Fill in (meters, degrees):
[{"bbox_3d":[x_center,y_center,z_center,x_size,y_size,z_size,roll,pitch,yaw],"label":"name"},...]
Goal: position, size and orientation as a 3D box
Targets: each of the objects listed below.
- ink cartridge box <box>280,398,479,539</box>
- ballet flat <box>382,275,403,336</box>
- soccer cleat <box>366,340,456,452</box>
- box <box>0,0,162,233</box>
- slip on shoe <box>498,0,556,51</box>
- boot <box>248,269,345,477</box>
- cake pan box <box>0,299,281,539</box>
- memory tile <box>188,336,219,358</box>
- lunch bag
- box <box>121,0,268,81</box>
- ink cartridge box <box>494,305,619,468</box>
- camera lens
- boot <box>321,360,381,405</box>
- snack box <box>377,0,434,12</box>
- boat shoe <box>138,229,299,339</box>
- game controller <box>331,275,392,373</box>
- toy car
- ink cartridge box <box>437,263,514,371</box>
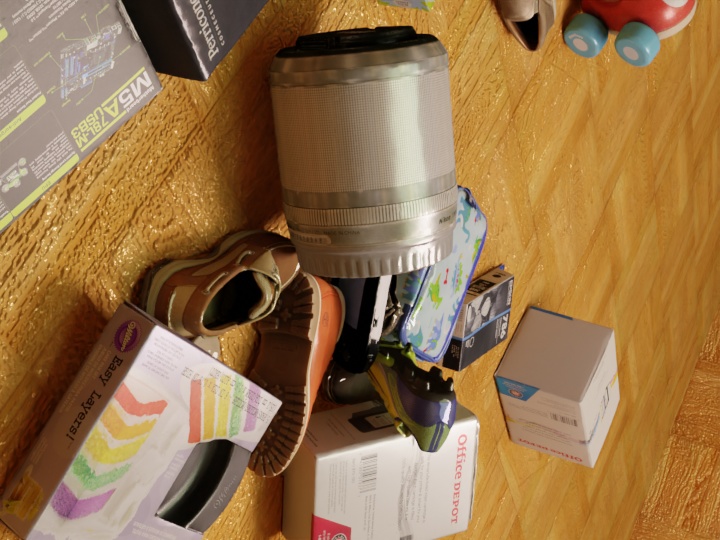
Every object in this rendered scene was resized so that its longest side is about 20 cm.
[{"bbox_3d":[0.021,0.222,1.230,0.198,0.083,0.147,-9,115,-27],"label":"ink cartridge box"},{"bbox_3d":[0.026,-0.030,1.222,0.067,0.046,0.203,6,87,-59],"label":"ballet flat"},{"bbox_3d":[0.039,0.124,1.179,0.064,0.200,0.085,4,102,-21],"label":"soccer cleat"},{"bbox_3d":[-0.229,-0.123,0.671,0.200,0.047,0.194,-47,146,-21],"label":"box"},{"bbox_3d":[0.196,-0.335,1.397,0.200,0.075,0.061,43,59,-68],"label":"slip on shoe"},{"bbox_3d":[-0.061,0.103,1.127,0.107,0.074,0.203,11,92,-68],"label":"boot"},{"bbox_3d":[-0.167,0.146,0.907,0.185,0.052,0.200,-57,145,-8],"label":"cake pan box"},{"bbox_3d":[-0.172,0.162,1.001,0.201,0.017,0.154,-54,147,-34],"label":"memory tile"},{"bbox_3d":[0.078,0.000,1.331,0.202,0.082,0.161,-68,155,-11],"label":"lunch bag"},{"bbox_3d":[-0.125,-0.271,0.760,0.201,0.116,0.198,-58,149,-28],"label":"box"},{"bbox_3d":[0.317,0.186,1.811,0.145,0.146,0.201,-59,149,-29],"label":"ink cartridge box"},{"bbox_3d":[0.004,-0.110,1.014,0.160,0.158,0.203,-27,116,-55],"label":"camera lens"},{"bbox_3d":[0.035,0.132,1.293,0.199,0.096,0.076,17,89,-63],"label":"boot"},{"bbox_3d":[0.045,-0.378,1.085,0.170,0.067,0.200,-65,151,-19],"label":"snack box"},{"bbox_3d":[-0.106,0.018,0.990,0.199,0.073,0.077,-28,128,-55],"label":"boat shoe"},{"bbox_3d":[0.000,0.000,1.166,0.042,0.104,0.203,4,101,-34],"label":"game controller"},{"bbox_3d":[0.367,-0.426,1.593,0.185,0.176,0.200,-53,135,-16],"label":"toy car"},{"bbox_3d":[0.170,0.062,1.585,0.199,0.039,0.101,-28,127,-56],"label":"ink cartridge box"}]
